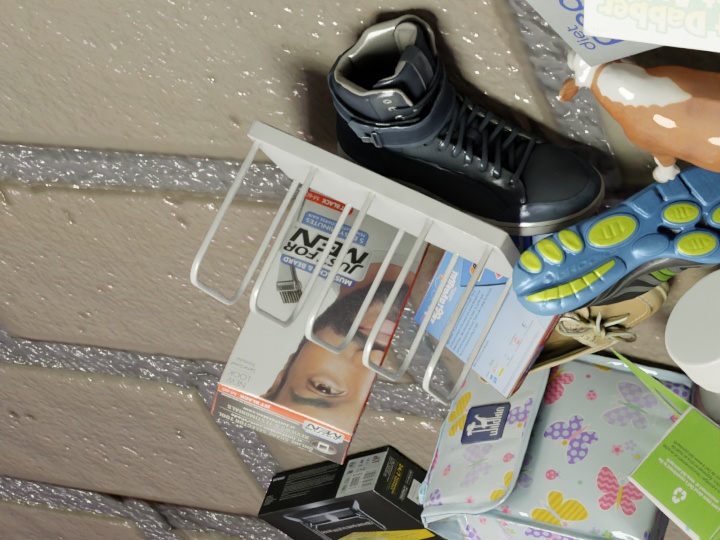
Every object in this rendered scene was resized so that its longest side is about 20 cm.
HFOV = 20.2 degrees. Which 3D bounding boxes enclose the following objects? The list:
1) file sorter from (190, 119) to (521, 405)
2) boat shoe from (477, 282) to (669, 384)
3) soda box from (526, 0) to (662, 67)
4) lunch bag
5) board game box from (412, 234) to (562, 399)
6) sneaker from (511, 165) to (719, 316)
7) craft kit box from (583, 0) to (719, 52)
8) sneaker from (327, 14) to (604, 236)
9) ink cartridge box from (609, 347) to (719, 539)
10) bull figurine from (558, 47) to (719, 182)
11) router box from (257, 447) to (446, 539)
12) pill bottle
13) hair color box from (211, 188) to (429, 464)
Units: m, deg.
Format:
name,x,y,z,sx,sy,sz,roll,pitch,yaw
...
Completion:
name,x,y,z,sx,sy,sz,roll,pitch,yaw
file sorter,0.000,0.000,1.455,0.200,0.125,0.139,24,176,14
boat shoe,0.165,0.044,1.589,0.073,0.063,0.200,34,148,-18
soda box,0.112,-0.211,1.202,0.068,0.063,0.200,-12,136,45
lunch bag,0.160,0.156,1.667,0.200,0.170,0.127,13,153,18
board game box,0.109,0.009,1.542,0.103,0.019,0.200,40,142,12
sneaker,0.201,-0.022,1.408,0.200,0.071,0.083,-20,176,6
craft kit box,0.219,-0.210,1.079,0.200,0.049,0.198,10,127,21
sneaker,0.071,-0.100,1.400,0.202,0.077,0.146,16,153,14
ink cartridge box,0.258,0.161,1.513,0.148,0.076,0.200,42,178,-39
bull figurine,0.223,-0.096,1.302,0.200,0.065,0.121,20,169,32
router box,0.017,0.253,2.044,0.157,0.052,0.200,37,147,-25
pill bottle,0.319,0.088,1.506,0.114,0.114,0.200,-12,137,45
hair color box,-0.027,0.037,1.566,0.111,0.200,0.064,21,151,2
